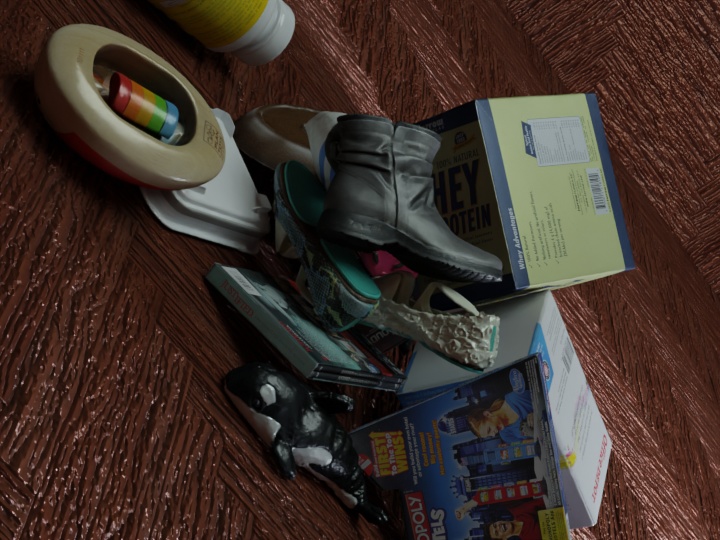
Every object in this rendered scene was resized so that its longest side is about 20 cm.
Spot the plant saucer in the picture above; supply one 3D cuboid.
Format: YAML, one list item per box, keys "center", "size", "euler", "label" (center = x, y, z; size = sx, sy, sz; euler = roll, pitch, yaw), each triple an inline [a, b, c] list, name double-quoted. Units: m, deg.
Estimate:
- center: [-0.040, -0.134, 1.761]
  size: [0.200, 0.032, 0.200]
  euler: [16, 20, -6]
  label: "plant saucer"

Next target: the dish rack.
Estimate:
- center: [-0.158, -0.107, 1.581]
  size: [0.200, 0.043, 0.172]
  euler: [16, 46, -62]
  label: "dish rack"

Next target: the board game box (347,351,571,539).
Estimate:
- center: [0.086, 0.190, 1.544]
  size: [0.062, 0.199, 0.200]
  euler: [6, 75, -81]
  label: "board game box"

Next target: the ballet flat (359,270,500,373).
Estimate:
- center: [0.054, 0.037, 1.585]
  size: [0.200, 0.072, 0.072]
  euler: [23, -2, 33]
  label: "ballet flat"

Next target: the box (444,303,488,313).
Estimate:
- center: [0.083, 0.016, 1.852]
  size: [0.200, 0.041, 0.119]
  euler: [53, -27, 12]
  label: "box"

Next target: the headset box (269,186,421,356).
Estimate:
- center: [0.000, 0.000, 1.753]
  size: [0.200, 0.075, 0.149]
  euler: [56, 19, -6]
  label: "headset box"

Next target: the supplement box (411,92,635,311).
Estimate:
- center: [0.159, -0.073, 1.743]
  size: [0.200, 0.134, 0.200]
  euler: [-8, 84, -44]
  label: "supplement box"

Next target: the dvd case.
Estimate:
- center: [-0.047, 0.055, 1.561]
  size: [0.146, 0.022, 0.200]
  euler: [43, 11, 23]
  label: "dvd case"

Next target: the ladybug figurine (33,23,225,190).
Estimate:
- center: [-0.203, -0.132, 1.429]
  size: [0.200, 0.072, 0.136]
  euler: [33, 41, -33]
  label: "ladybug figurine"

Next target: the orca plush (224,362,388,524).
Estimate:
- center: [-0.031, 0.144, 1.454]
  size: [0.200, 0.071, 0.105]
  euler: [53, 19, -14]
  label: "orca plush"

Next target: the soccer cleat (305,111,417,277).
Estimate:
- center: [0.004, -0.075, 1.654]
  size: [0.086, 0.070, 0.200]
  euler: [34, -29, 58]
  label: "soccer cleat"

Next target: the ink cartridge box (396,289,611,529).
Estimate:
- center: [0.152, 0.153, 1.689]
  size: [0.200, 0.146, 0.147]
  euler: [65, 25, -22]
  label: "ink cartridge box"

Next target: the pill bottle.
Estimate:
- center: [-0.160, -0.305, 1.780]
  size: [0.200, 0.111, 0.111]
  euler: [36, 28, -46]
  label: "pill bottle"

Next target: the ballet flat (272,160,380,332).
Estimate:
- center: [-0.049, -0.021, 1.596]
  size: [0.074, 0.074, 0.200]
  euler: [35, 21, -49]
  label: "ballet flat"

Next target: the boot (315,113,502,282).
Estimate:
- center: [0.061, -0.070, 1.568]
  size: [0.200, 0.070, 0.132]
  euler: [20, 75, -24]
  label: "boot"
